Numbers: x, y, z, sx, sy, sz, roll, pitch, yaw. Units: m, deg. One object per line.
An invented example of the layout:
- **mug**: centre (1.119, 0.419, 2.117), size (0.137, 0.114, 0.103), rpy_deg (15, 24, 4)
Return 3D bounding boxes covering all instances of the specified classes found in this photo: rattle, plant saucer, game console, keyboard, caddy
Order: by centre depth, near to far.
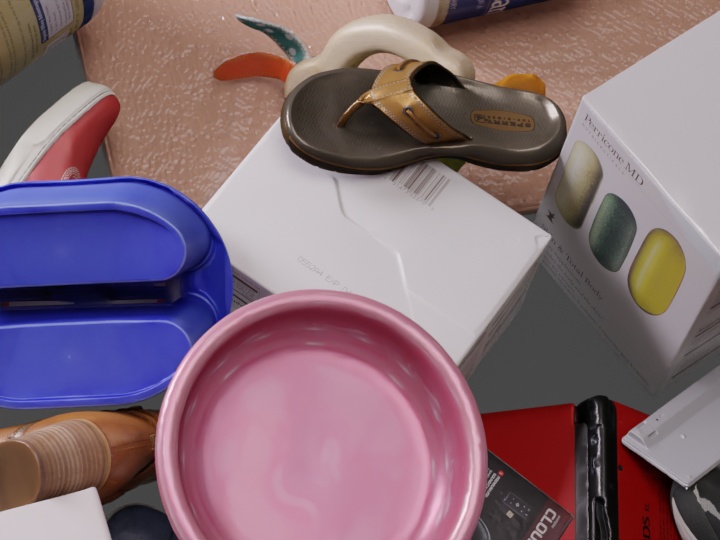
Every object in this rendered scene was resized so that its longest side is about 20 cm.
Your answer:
- **plant saucer**: centre (-0.025, 0.113, 1.324), size (0.199, 0.051, 0.202), rpy_deg (4, 73, -14)
- **caddy**: centre (-0.182, 0.015, 1.427), size (0.198, 0.105, 0.142), rpy_deg (-2, 100, 2)
- **game console**: centre (0.145, 0.198, 1.489), size (0.172, 0.118, 0.201), rpy_deg (22, 57, -33)
- **keyboard**: centre (0.256, 0.090, 1.525), size (0.056, 0.011, 0.200), rpy_deg (40, 44, 21)
- **rattle**: centre (0.014, -0.148, 1.624), size (0.199, 0.131, 0.143), rpy_deg (16, 46, 30)

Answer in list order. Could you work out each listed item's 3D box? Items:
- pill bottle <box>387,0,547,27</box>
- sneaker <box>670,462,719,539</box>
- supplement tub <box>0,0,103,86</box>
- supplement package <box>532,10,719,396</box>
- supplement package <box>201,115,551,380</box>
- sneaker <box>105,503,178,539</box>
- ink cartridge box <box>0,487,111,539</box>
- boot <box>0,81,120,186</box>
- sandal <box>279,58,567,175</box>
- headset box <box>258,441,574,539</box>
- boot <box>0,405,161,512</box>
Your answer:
- **pill bottle**: centre (0.117, -0.254, 1.667), size (0.199, 0.111, 0.112), rpy_deg (-15, 66, -15)
- **sneaker**: centre (0.298, 0.183, 1.469), size (0.199, 0.085, 0.075), rpy_deg (36, 48, -1)
- **supplement tub**: centre (-0.292, -0.187, 1.551), size (0.144, 0.145, 0.200), rpy_deg (43, 64, 14)
- **supplement package**: centre (0.230, -0.047, 1.526), size (0.150, 0.200, 0.152), rpy_deg (-32, 70, -22)
- **supplement package**: centre (0.000, 0.000, 1.517), size (0.199, 0.111, 0.156), rpy_deg (34, 63, 9)
- **sneaker**: centre (-0.092, 0.217, 1.404), size (0.075, 0.085, 0.200), rpy_deg (-36, 73, -23)
- **ink cartridge box**: centre (-0.202, 0.260, 1.330), size (0.145, 0.147, 0.201), rpy_deg (-14, 66, -15)
- **boot**: centre (-0.189, -0.022, 1.526), size (0.144, 0.072, 0.201), rpy_deg (30, 70, 7)
- **sandal**: centre (0.046, -0.106, 1.486), size (0.199, 0.055, 0.082), rpy_deg (5, 57, -9)
- **headset box**: centre (0.023, 0.169, 1.388), size (0.200, 0.077, 0.149), rpy_deg (37, 68, -3)
- **boot**: centre (-0.209, 0.124, 1.431), size (0.155, 0.199, 0.077), rpy_deg (-9, 81, -50)
